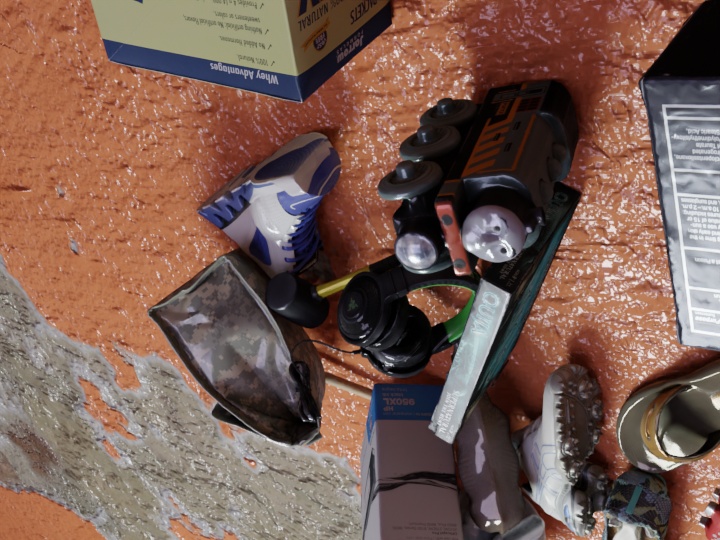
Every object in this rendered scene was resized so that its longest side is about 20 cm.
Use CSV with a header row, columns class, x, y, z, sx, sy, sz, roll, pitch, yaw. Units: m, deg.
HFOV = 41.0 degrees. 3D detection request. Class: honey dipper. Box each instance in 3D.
class,x,y,z,sx,sy,sz,roll,pitch,yaw
honey dipper,-0.029,0.125,1.083,0.198,0.038,0.038,19,136,22

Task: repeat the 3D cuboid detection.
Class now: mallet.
class,x,y,z,sx,sy,sz,roll,pitch,yaw
mallet,0.000,0.000,0.886,0.199,0.042,0.066,-26,148,30

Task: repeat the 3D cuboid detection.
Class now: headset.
class,x,y,z,sx,sy,sz,roll,pitch,yaw
headset,0.025,0.063,0.872,0.198,0.095,0.124,-24,144,14

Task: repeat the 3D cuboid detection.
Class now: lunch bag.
class,x,y,z,sx,sy,sz,roll,pitch,yaw
lunch bag,-0.110,0.087,0.985,0.201,0.117,0.164,54,-178,-5

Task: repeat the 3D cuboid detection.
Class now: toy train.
class,x,y,z,sx,sy,sz,roll,pitch,yaw
toy train,0.088,-0.069,0.684,0.113,0.200,0.086,-6,120,26

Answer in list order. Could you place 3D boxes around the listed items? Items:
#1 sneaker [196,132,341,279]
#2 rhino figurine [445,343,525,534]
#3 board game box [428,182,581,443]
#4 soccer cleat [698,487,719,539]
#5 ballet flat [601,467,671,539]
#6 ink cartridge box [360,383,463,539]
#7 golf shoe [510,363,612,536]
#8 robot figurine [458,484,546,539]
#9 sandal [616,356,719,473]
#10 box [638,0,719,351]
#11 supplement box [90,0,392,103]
class,x,y,z,sx,sy,sz,roll,pitch,yaw
sneaker,-0.066,-0.052,0.925,0.115,0.081,0.199,50,147,-16
rhino figurine,0.116,0.156,0.926,0.059,0.087,0.202,-12,91,5
board game box,0.117,0.039,0.798,0.028,0.135,0.201,29,140,15
soccer cleat,0.349,0.180,0.786,0.085,0.069,0.201,34,136,16
ballet flat,0.261,0.274,0.937,0.074,0.074,0.201,14,137,31
ink cartridge box,0.047,0.238,0.977,0.083,0.201,0.145,3,137,-5
golf shoe,0.178,0.166,0.914,0.097,0.078,0.202,19,134,37
robot figurine,0.130,0.308,1.050,0.170,0.112,0.201,57,149,28
sandal,0.275,0.129,0.807,0.080,0.054,0.200,42,148,2
box,0.292,-0.052,0.575,0.198,0.123,0.200,8,129,37
supplement box,-0.100,-0.258,0.708,0.198,0.134,0.201,17,135,28
